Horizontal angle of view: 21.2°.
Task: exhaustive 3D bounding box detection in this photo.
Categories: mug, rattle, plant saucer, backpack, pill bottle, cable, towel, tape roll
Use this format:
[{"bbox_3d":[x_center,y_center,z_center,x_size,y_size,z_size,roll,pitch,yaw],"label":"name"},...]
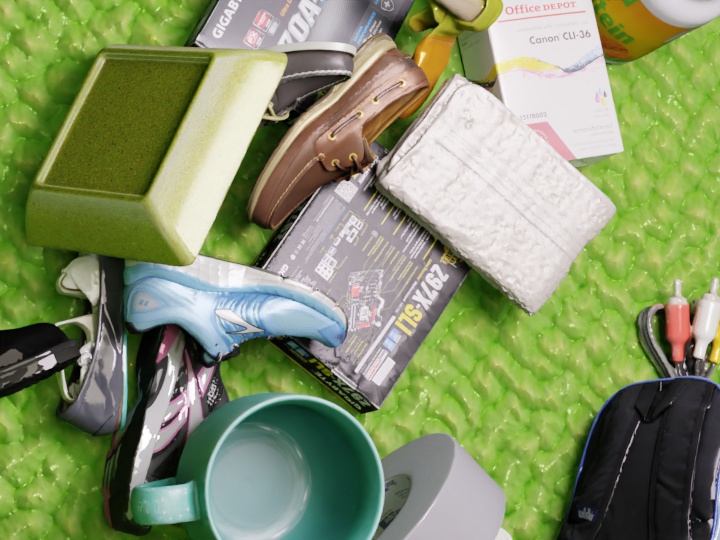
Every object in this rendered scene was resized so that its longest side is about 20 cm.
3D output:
[{"bbox_3d":[-0.085,0.167,1.546,0.185,0.114,0.152,30,76,-19],"label":"mug"},{"bbox_3d":[0.020,-0.261,1.709,0.200,0.143,0.130,39,34,-8],"label":"rattle"},{"bbox_3d":[-0.180,-0.109,1.563,0.048,0.200,0.200,43,63,-44],"label":"plant saucer"},{"bbox_3d":[0.282,0.205,1.715,0.147,0.183,0.200,32,64,-39],"label":"backpack"},{"bbox_3d":[0.280,-0.270,1.784,0.111,0.200,0.111,4,78,-22],"label":"pill bottle"},{"bbox_3d":[0.311,0.105,1.810,0.097,0.050,0.200,7,77,-18],"label":"cable"},{"bbox_3d":[0.119,-0.068,1.711,0.200,0.034,0.133,41,80,-13],"label":"towel"},{"bbox_3d":[0.025,0.228,1.584,0.066,0.200,0.200,46,67,-13],"label":"tape roll"}]

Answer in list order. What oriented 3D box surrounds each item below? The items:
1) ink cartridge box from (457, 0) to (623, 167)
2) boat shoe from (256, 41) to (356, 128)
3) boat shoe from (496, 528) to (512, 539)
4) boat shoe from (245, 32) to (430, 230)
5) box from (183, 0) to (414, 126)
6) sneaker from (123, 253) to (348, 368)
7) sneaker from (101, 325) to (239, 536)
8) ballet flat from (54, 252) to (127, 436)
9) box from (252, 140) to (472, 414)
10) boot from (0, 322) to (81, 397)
[{"bbox_3d":[0.162,-0.194,1.792,0.116,0.067,0.200,-10,85,-23],"label":"ink cartridge box"},{"bbox_3d":[-0.093,-0.147,1.625,0.072,0.201,0.061,21,61,-62],"label":"boat shoe"},{"bbox_3d":[0.056,0.293,1.675,0.200,0.073,0.062,-35,138,-31],"label":"boat shoe"},{"bbox_3d":[-0.020,-0.110,1.646,0.068,0.072,0.200,39,84,10],"label":"boat shoe"},{"bbox_3d":[-0.046,-0.235,1.724,0.159,0.046,0.200,33,70,-16],"label":"box"},{"bbox_3d":[-0.107,0.039,1.587,0.200,0.078,0.090,14,88,-20],"label":"sneaker"},{"bbox_3d":[-0.149,0.126,1.598,0.086,0.080,0.200,21,74,-20],"label":"sneaker"},{"bbox_3d":[-0.221,0.036,1.590,0.073,0.073,0.200,9,79,-21],"label":"ballet flat"},{"bbox_3d":[0.000,0.000,1.700,0.160,0.049,0.200,39,68,-15],"label":"box"},{"bbox_3d":[-0.339,0.032,1.518,0.211,0.079,0.158,-15,86,-12],"label":"boot"}]
